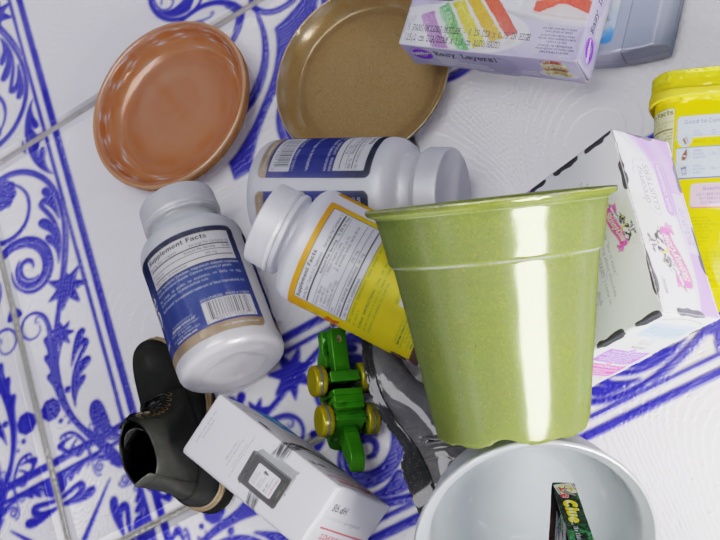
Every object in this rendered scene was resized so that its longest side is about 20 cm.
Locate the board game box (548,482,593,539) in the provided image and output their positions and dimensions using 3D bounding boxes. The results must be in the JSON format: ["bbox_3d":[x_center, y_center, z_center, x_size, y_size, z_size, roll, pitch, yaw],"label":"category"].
[{"bbox_3d":[0.164,0.279,1.031,0.023,0.201,0.105,-3,26,-4],"label":"board game box"}]

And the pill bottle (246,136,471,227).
[{"bbox_3d":[0.000,-0.072,1.276,0.199,0.116,0.116,2,74,27],"label":"pill bottle"}]

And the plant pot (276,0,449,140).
[{"bbox_3d":[0.005,-0.203,1.369,0.199,0.027,0.201,-8,71,23],"label":"plant pot"}]

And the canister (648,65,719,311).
[{"bbox_3d":[0.322,-0.069,1.136,0.148,0.087,0.201,-1,74,27],"label":"canister"}]

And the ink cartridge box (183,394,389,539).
[{"bbox_3d":[-0.054,0.204,1.211,0.200,0.116,0.067,33,88,30],"label":"ink cartridge box"}]

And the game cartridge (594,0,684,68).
[{"bbox_3d":[0.215,-0.265,1.282,0.199,0.040,0.134,9,81,28],"label":"game cartridge"}]

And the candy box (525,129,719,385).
[{"bbox_3d":[0.194,0.003,1.129,0.200,0.071,0.168,-37,54,47],"label":"candy box"}]

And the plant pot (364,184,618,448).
[{"bbox_3d":[0.113,0.036,1.039,0.199,0.200,0.191,-6,94,24],"label":"plant pot"}]

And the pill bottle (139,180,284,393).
[{"bbox_3d":[-0.159,0.013,1.328,0.111,0.111,0.201,-30,63,14],"label":"pill bottle"}]

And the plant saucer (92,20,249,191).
[{"bbox_3d":[-0.206,-0.179,1.458,0.199,0.037,0.201,-9,69,24],"label":"plant saucer"}]

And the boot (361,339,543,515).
[{"bbox_3d":[0.088,0.126,1.206,0.131,0.070,0.201,-26,70,9],"label":"boot"}]

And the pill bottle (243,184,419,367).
[{"bbox_3d":[0.000,0.000,1.178,0.199,0.109,0.110,27,86,7],"label":"pill bottle"}]

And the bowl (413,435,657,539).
[{"bbox_3d":[0.142,0.205,1.103,0.201,0.201,0.090,-32,22,13],"label":"bowl"}]

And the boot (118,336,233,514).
[{"bbox_3d":[-0.202,0.136,1.292,0.077,0.138,0.200,-38,60,10],"label":"boot"}]

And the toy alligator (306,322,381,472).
[{"bbox_3d":[-0.024,0.102,1.268,0.059,0.054,0.201,-1,67,-22],"label":"toy alligator"}]

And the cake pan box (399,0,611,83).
[{"bbox_3d":[0.148,-0.284,1.274,0.199,0.052,0.185,12,77,29],"label":"cake pan box"}]
